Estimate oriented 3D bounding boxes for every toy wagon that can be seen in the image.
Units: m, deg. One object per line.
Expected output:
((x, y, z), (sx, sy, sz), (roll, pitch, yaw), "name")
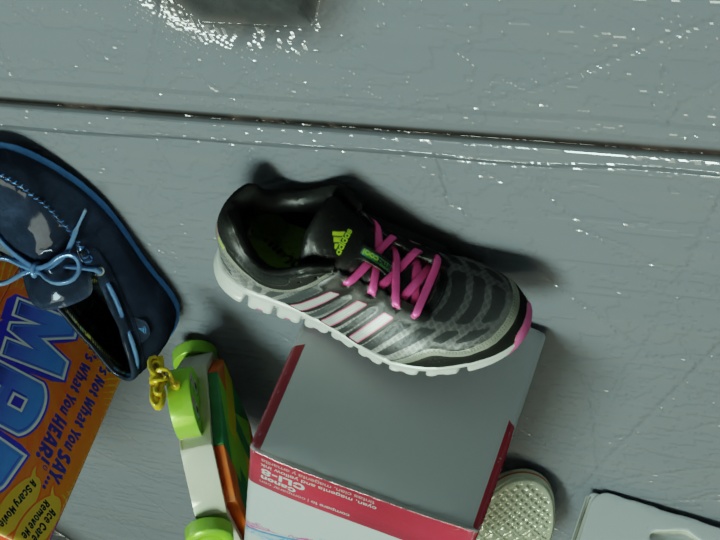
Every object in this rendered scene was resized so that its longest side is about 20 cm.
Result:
((-0.103, 0.124, 1.158), (0.040, 0.155, 0.200), (-11, 144, 2), "toy wagon")

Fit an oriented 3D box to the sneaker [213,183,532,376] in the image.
((0.000, 0.000, 0.962), (0.200, 0.074, 0.087), (18, 156, 18), "sneaker")

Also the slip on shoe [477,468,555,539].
((0.090, 0.202, 1.241), (0.074, 0.061, 0.200), (4, 139, -11), "slip on shoe")

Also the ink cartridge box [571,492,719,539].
((0.218, 0.255, 1.215), (0.145, 0.088, 0.200), (15, 147, 14), "ink cartridge box")

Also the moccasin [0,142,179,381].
((-0.184, -0.001, 1.089), (0.080, 0.068, 0.200), (-6, 139, 40), "moccasin")

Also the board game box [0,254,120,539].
((-0.309, 0.117, 1.195), (0.200, 0.200, 0.200), (29, 138, -12), "board game box")

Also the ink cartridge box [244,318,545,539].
((0.015, 0.119, 1.073), (0.144, 0.145, 0.200), (19, 149, 5), "ink cartridge box")
